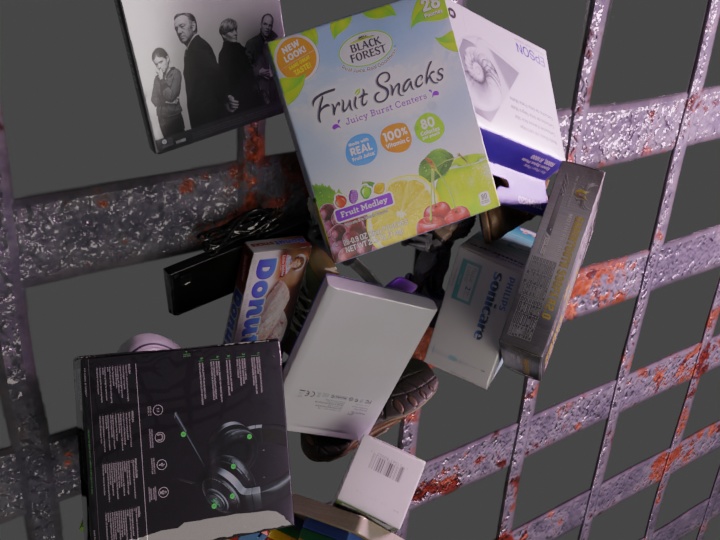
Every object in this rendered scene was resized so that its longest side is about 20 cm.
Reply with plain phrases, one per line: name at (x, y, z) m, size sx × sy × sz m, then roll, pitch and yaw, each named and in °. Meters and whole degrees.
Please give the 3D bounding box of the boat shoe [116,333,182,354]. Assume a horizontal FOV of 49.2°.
boat shoe at (-0.187, 0.150, 0.830) m, size 0.071 × 0.066 × 0.202 m, roll -34°, pitch 130°, yaw -17°

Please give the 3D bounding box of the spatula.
spatula at (0.000, 0.000, 0.834) m, size 0.056 × 0.021 × 0.200 m, roll -39°, pitch 139°, yaw 10°

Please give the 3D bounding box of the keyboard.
keyboard at (-0.116, -0.028, 0.821) m, size 0.197 × 0.040 × 0.105 m, roll -24°, pitch 149°, yaw -27°

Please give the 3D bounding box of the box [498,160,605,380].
box at (0.207, 0.006, 0.849) m, size 0.159 × 0.047 × 0.204 m, roll 54°, pitch 56°, yaw -70°

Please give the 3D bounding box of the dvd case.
dvd case at (-0.138, -0.221, 0.696) m, size 0.148 × 0.025 × 0.204 m, roll -23°, pitch 125°, yaw -26°

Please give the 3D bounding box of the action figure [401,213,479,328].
action figure at (0.090, -0.023, 0.936) m, size 0.129 × 0.069 × 0.203 m, roll -13°, pitch 131°, yaw -49°

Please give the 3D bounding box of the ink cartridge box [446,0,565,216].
ink cartridge box at (0.146, -0.173, 0.850) m, size 0.197 × 0.040 × 0.205 m, roll 9°, pitch 68°, yaw -41°

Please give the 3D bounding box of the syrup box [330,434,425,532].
syrup box at (0.015, 0.263, 0.945) m, size 0.201 × 0.077 × 0.083 m, roll 102°, pitch 13°, yaw -69°

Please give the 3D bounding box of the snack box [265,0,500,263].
snack box at (0.020, -0.130, 0.723) m, size 0.165 × 0.068 × 0.204 m, roll -19°, pitch 98°, yaw -6°

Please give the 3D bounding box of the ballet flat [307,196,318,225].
ballet flat at (0.029, -0.085, 0.826) m, size 0.196 × 0.077 × 0.064 m, roll -16°, pitch 155°, yaw -24°

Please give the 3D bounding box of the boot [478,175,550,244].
boot at (0.179, -0.081, 0.914) m, size 0.200 × 0.074 × 0.075 m, roll -38°, pitch 121°, yaw -64°

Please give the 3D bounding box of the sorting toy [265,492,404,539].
sorting toy at (-0.031, 0.337, 0.954) m, size 0.199 × 0.197 × 0.071 m, roll 44°, pitch 60°, yaw -42°

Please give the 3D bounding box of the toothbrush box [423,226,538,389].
toothbrush box at (0.160, 0.033, 0.959) m, size 0.200 × 0.084 × 0.149 m, roll -34°, pitch 142°, yaw -65°

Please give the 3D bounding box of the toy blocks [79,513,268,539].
toy blocks at (-0.175, 0.254, 0.837) m, size 0.198 × 0.101 × 0.137 m, roll 29°, pitch 119°, yaw -18°

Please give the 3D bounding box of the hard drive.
hard drive at (-0.015, 0.102, 0.869) m, size 0.129 × 0.026 × 0.202 m, roll 13°, pitch 121°, yaw -23°

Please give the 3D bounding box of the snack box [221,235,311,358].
snack box at (-0.108, 0.056, 0.843) m, size 0.071 × 0.024 × 0.203 m, roll -8°, pitch 129°, yaw -37°

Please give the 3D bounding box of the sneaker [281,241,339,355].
sneaker at (-0.050, 0.065, 0.883) m, size 0.089 × 0.067 × 0.203 m, roll -26°, pitch 130°, yaw -9°

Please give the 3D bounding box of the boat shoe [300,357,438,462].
boat shoe at (0.007, 0.178, 1.001) m, size 0.197 × 0.076 × 0.074 m, roll -24°, pitch 157°, yaw -22°

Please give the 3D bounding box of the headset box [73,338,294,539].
headset box at (-0.160, 0.159, 0.739) m, size 0.196 × 0.092 × 0.178 m, roll -4°, pitch 85°, yaw -25°
